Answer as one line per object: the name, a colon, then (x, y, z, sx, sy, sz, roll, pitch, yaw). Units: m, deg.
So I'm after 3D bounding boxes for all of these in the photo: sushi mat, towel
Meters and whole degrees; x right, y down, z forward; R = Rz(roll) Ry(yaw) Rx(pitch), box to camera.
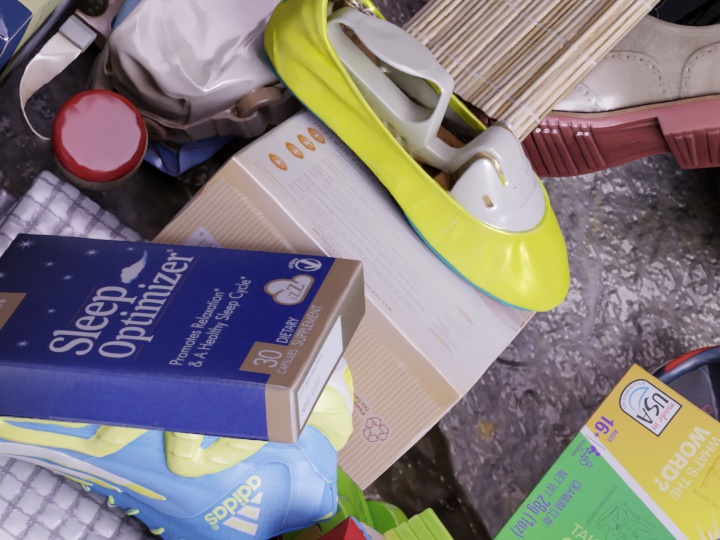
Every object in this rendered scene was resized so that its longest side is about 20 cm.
sushi mat: (0.110, -0.155, 1.476, 0.096, 0.012, 0.200, 35, 72, 31)
towel: (-0.152, 0.073, 1.419, 0.166, 0.086, 0.200, 34, 64, -4)

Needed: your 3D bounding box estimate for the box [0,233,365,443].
box: (-0.109, 0.027, 1.307, 0.200, 0.032, 0.121, 3, 28, 14)

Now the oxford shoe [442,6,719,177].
oxford shoe: (0.116, -0.092, 1.481, 0.200, 0.070, 0.075, 0, 72, 8)

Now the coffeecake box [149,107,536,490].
coffeecake box: (0.000, 0.000, 1.445, 0.154, 0.073, 0.200, 46, 23, 1)

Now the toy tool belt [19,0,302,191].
toy tool belt: (-0.089, -0.105, 1.496, 0.125, 0.123, 0.200, 38, 71, 1)

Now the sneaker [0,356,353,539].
sneaker: (-0.100, 0.089, 1.340, 0.200, 0.076, 0.105, -4, 106, 7)

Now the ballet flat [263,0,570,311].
ballet flat: (0.036, -0.062, 1.420, 0.200, 0.067, 0.067, 45, 47, -3)

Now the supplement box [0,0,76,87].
supplement box: (-0.208, -0.213, 1.474, 0.200, 0.134, 0.200, 38, 62, -3)

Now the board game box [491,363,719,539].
board game box: (0.167, 0.161, 1.419, 0.200, 0.040, 0.153, 35, 66, 12)

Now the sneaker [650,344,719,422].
sneaker: (0.140, 0.113, 1.508, 0.075, 0.085, 0.200, 36, 63, -4)

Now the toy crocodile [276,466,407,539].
toy crocodile: (-0.004, 0.167, 1.452, 0.067, 0.062, 0.200, 8, 60, -62)

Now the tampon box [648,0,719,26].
tampon box: (0.144, -0.196, 1.601, 0.200, 0.126, 0.150, -34, 84, -26)

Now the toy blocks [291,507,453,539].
toy blocks: (-0.044, 0.179, 1.343, 0.200, 0.137, 0.100, -35, 78, 1)
